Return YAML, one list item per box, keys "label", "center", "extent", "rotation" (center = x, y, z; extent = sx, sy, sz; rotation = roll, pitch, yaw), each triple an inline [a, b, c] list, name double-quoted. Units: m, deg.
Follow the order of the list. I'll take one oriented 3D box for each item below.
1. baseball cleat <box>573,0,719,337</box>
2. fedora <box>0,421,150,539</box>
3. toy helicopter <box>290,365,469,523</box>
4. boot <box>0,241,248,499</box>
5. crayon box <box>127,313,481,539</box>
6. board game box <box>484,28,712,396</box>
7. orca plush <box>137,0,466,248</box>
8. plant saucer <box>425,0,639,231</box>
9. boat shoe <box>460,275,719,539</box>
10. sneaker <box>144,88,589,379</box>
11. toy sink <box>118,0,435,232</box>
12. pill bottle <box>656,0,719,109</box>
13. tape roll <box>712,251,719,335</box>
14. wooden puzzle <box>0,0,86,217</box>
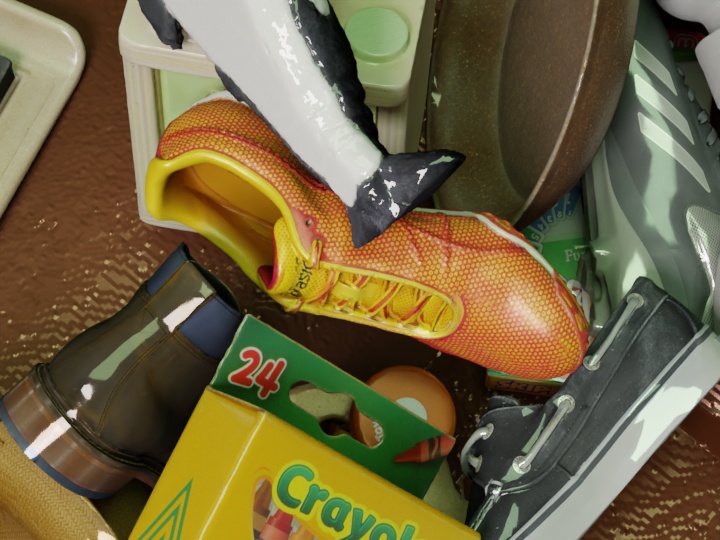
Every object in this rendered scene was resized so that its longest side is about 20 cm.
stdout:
- label: "baseball cleat"
  center: [0.148, -0.057, 0.938]
  extent: [0.105, 0.070, 0.202]
  rotation: [1, 81, -7]
- label: "fedora"
  center: [-0.134, 0.135, 0.862]
  extent: [0.201, 0.201, 0.082]
  rotation: [44, 41, 14]
- label: "toy helicopter"
  center: [0.001, 0.149, 0.883]
  extent: [0.131, 0.079, 0.202]
  rotation: [-22, 84, -14]
- label: "boot"
  center: [-0.073, 0.043, 0.844]
  extent: [0.097, 0.200, 0.075]
  rotation: [-44, 82, 7]
- label: "crayon box"
  center: [-0.036, 0.135, 0.775]
  extent: [0.126, 0.051, 0.201]
  rotation: [31, 81, -34]
- label: "board game box"
  center: [0.119, -0.035, 0.972]
  extent: [0.094, 0.030, 0.202]
  rotation: [8, 68, 2]
- label: "orca plush"
  center: [-0.024, -0.113, 0.793]
  extent: [0.071, 0.106, 0.200]
  rotation: [-32, 71, -34]
- label: "plant saucer"
  center: [0.082, -0.106, 0.915]
  extent: [0.036, 0.200, 0.203]
  rotation: [9, 69, -18]
- label: "boat shoe"
  center: [0.074, 0.084, 0.849]
  extent: [0.068, 0.072, 0.200]
  rotation: [43, 78, 7]
- label: "sneaker"
  center: [0.000, 0.000, 0.827]
  extent: [0.198, 0.073, 0.077]
  rotation: [25, 44, 6]
- label: "toy sink"
  center: [-0.034, -0.106, 0.895]
  extent: [0.129, 0.201, 0.113]
  rotation: [9, 56, 3]
- label: "pill bottle"
  center: [0.169, -0.182, 0.901]
  extent: [0.109, 0.110, 0.202]
  rotation: [-19, 84, -7]
- label: "tape roll"
  center: [0.257, 0.014, 0.897]
  extent: [0.201, 0.037, 0.205]
  rotation: [-2, 99, -14]
- label: "wooden puzzle"
  center: [-0.257, -0.068, 0.978]
  extent: [0.184, 0.037, 0.201]
  rotation: [23, 72, 8]
